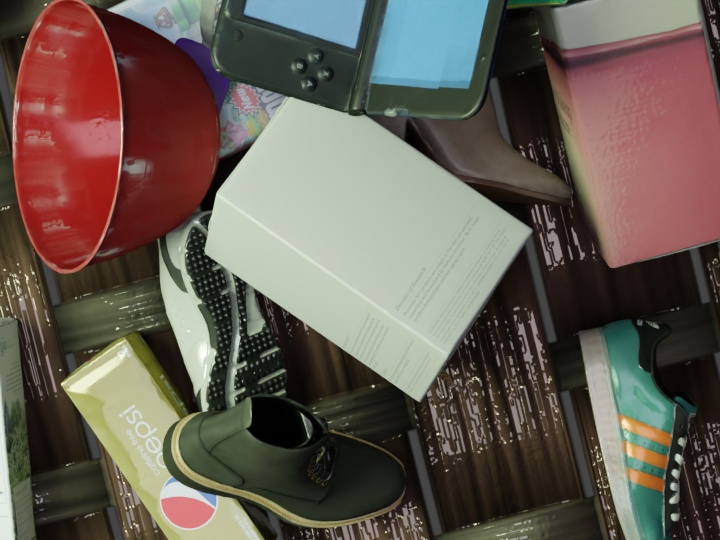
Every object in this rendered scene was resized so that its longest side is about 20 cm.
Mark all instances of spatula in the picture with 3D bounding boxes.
[{"bbox_3d":[-0.111,-0.195,1.506,0.056,0.021,0.201,28,128,14],"label":"spatula"}]

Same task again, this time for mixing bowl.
[{"bbox_3d":[-0.172,-0.098,1.490,0.107,0.199,0.203,0,94,-32],"label":"mixing bowl"}]

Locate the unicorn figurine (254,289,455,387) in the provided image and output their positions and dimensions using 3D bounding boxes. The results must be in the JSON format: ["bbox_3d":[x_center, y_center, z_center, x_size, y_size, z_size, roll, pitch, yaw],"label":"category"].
[{"bbox_3d":[0.000,0.000,1.558,0.198,0.074,0.139,11,94,17],"label":"unicorn figurine"}]

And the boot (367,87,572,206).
[{"bbox_3d":[0.075,-0.134,1.548,0.198,0.070,0.148,9,81,-12],"label":"boot"}]

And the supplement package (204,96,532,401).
[{"bbox_3d":[0.003,-0.022,1.456,0.199,0.121,0.120,34,70,3],"label":"supplement package"}]

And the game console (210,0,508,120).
[{"bbox_3d":[0.008,-0.214,1.372,0.169,0.118,0.202,15,83,-16],"label":"game console"}]

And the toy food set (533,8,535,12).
[{"bbox_3d":[0.197,-0.294,1.535,0.198,0.060,0.145,-25,92,3],"label":"toy food set"}]

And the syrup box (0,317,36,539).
[{"bbox_3d":[-0.303,0.140,1.561,0.080,0.079,0.202,-5,93,2],"label":"syrup box"}]

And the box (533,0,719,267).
[{"bbox_3d":[0.203,-0.122,1.490,0.108,0.128,0.202,-15,106,1],"label":"box"}]

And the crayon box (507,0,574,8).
[{"bbox_3d":[0.100,-0.230,1.459,0.199,0.118,0.059,3,113,43],"label":"crayon box"}]

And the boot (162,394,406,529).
[{"bbox_3d":[-0.030,0.140,1.495,0.198,0.138,0.078,9,70,-28],"label":"boot"}]

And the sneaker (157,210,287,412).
[{"bbox_3d":[-0.111,0.045,1.564,0.073,0.080,0.202,-17,109,-29],"label":"sneaker"}]

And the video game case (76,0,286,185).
[{"bbox_3d":[-0.125,-0.158,1.572,0.198,0.017,0.144,-25,93,3],"label":"video game case"}]

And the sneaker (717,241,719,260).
[{"bbox_3d":[0.328,0.048,1.545,0.076,0.078,0.202,-9,94,-7],"label":"sneaker"}]

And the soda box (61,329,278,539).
[{"bbox_3d":[-0.147,0.147,1.563,0.064,0.068,0.201,-35,92,4],"label":"soda box"}]

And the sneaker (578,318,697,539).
[{"bbox_3d":[0.226,0.137,1.552,0.079,0.071,0.202,-13,91,6],"label":"sneaker"}]
